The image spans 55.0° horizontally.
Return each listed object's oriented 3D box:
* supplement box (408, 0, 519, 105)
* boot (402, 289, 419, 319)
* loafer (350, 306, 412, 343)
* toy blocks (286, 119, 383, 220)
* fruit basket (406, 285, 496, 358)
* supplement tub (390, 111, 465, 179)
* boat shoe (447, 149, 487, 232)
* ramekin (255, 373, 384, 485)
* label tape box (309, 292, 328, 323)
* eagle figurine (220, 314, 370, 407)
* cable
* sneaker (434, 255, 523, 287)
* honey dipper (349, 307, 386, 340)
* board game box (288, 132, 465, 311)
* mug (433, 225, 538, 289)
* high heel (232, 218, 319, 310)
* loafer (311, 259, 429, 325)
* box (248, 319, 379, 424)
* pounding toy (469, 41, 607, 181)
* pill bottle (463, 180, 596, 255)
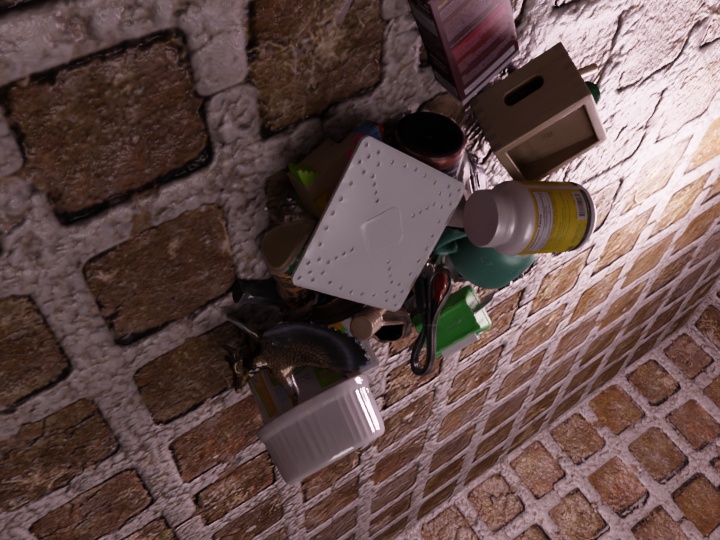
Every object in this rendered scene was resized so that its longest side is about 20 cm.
[{"bbox_3d":[0.129,-0.312,0.858,0.108,0.061,0.200,-41,151,0],"label":"supplement box"},{"bbox_3d":[0.098,0.046,1.309,0.172,0.070,0.201,-5,139,-54],"label":"boot"},{"bbox_3d":[0.043,0.097,1.170,0.072,0.063,0.199,-42,151,10],"label":"loafer"},{"bbox_3d":[-0.007,-0.109,0.936,0.136,0.100,0.202,-41,135,-13],"label":"toy blocks"},{"bbox_3d":[0.180,0.097,1.308,0.183,0.095,0.200,-31,172,13],"label":"fruit basket"},{"bbox_3d":[0.085,-0.122,1.014,0.105,0.107,0.202,-24,146,-25],"label":"supplement tub"},{"bbox_3d":[0.152,-0.164,1.092,0.094,0.073,0.202,-63,148,-35],"label":"boat shoe"},{"bbox_3d":[-0.056,0.252,1.091,0.197,0.099,0.201,-28,168,-6],"label":"ramekin"},{"bbox_3d":[0.000,0.000,1.119,0.197,0.064,0.146,-14,141,-35],"label":"label tape box"},{"bbox_3d":[-0.101,0.128,1.040,0.196,0.152,0.153,-20,130,-12],"label":"eagle figurine"},{"bbox_3d":[0.123,0.073,1.166,0.095,0.206,0.050,-6,177,38],"label":"cable"},{"bbox_3d":[0.240,-0.007,1.298,0.198,0.138,0.080,-22,124,-41],"label":"sneaker"},{"bbox_3d":[0.035,0.060,1.071,0.038,0.038,0.200,-54,171,23],"label":"honey dipper"},{"bbox_3d":[0.023,-0.055,0.897,0.197,0.026,0.203,16,108,-42],"label":"board game box"},{"bbox_3d":[0.229,-0.053,1.194,0.184,0.153,0.115,-37,174,-35],"label":"mug"},{"bbox_3d":[-0.080,-0.010,0.995,0.141,0.073,0.200,5,144,-43],"label":"high heel"},{"bbox_3d":[0.005,0.013,1.031,0.197,0.072,0.073,-31,-178,5],"label":"loafer"},{"bbox_3d":[-0.085,0.164,1.167,0.197,0.114,0.102,-23,166,-29],"label":"box"},{"bbox_3d":[0.291,-0.253,1.069,0.198,0.145,0.183,-30,154,18],"label":"pounding toy"},{"bbox_3d":[0.262,-0.083,1.082,0.196,0.114,0.114,-3,136,-30],"label":"pill bottle"}]
